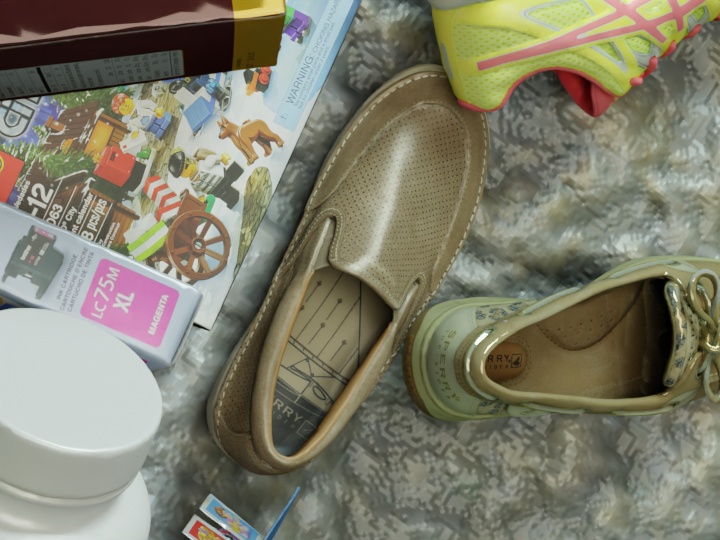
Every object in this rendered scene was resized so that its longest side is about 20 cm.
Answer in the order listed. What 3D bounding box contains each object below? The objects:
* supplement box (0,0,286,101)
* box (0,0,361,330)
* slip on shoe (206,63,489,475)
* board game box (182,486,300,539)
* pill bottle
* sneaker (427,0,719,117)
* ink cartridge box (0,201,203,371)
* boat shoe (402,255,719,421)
[{"bbox_3d":[-0.142,-0.173,0.962,0.199,0.133,0.198,-8,87,-4],"label":"supplement box"},{"bbox_3d":[-0.087,-0.093,1.060,0.136,0.038,0.201,25,85,-16],"label":"box"},{"bbox_3d":[0.000,0.000,1.077,0.076,0.061,0.200,35,82,-15],"label":"slip on shoe"},{"bbox_3d":[-0.090,0.163,0.995,0.039,0.200,0.158,31,108,3],"label":"board game box"},{"bbox_3d":[-0.148,0.116,0.965,0.111,0.111,0.200,15,124,-16],"label":"pill bottle"},{"bbox_3d":[0.117,-0.117,1.102,0.199,0.078,0.091,-9,105,-21],"label":"sneaker"},{"bbox_3d":[-0.174,-0.011,0.994,0.200,0.119,0.042,27,76,-15],"label":"ink cartridge box"},{"bbox_3d":[0.117,0.035,1.100,0.199,0.063,0.074,-11,96,-29],"label":"boat shoe"}]
